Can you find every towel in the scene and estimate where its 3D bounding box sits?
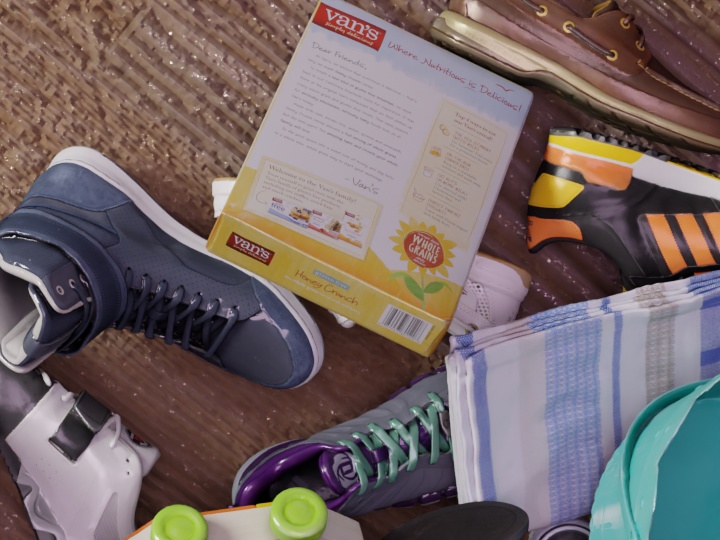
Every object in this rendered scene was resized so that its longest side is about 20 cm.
[{"bbox_3d":[0.145,0.080,1.569,0.199,0.024,0.148,-14,121,-16],"label":"towel"}]

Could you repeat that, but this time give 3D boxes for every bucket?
[{"bbox_3d":[0.233,0.147,1.506,0.206,0.135,0.208,3,80,-16],"label":"bucket"}]

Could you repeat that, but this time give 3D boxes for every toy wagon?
[{"bbox_3d":[-0.097,0.183,1.536,0.199,0.156,0.040,-6,54,-12],"label":"toy wagon"}]

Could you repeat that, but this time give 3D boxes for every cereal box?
[{"bbox_3d":[0.009,-0.059,1.546,0.143,0.040,0.200,26,47,-3],"label":"cereal box"}]

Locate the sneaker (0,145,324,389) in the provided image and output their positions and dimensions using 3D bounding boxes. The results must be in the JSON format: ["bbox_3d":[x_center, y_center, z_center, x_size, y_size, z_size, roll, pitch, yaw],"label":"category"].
[{"bbox_3d":[-0.128,0.029,1.538,0.202,0.146,0.077,34,125,3],"label":"sneaker"}]

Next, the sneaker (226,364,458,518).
[{"bbox_3d":[0.017,0.112,1.567,0.199,0.088,0.075,-25,90,4],"label":"sneaker"}]

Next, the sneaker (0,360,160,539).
[{"bbox_3d":[-0.168,0.101,1.577,0.088,0.074,0.201,-22,101,-3],"label":"sneaker"}]

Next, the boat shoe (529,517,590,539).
[{"bbox_3d":[0.128,0.248,1.592,0.073,0.068,0.201,3,89,-4],"label":"boat shoe"}]

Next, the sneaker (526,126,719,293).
[{"bbox_3d":[0.195,-0.017,1.604,0.199,0.070,0.090,20,96,1],"label":"sneaker"}]

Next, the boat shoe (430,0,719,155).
[{"bbox_3d":[0.143,-0.127,1.595,0.199,0.072,0.068,25,90,0],"label":"boat shoe"}]

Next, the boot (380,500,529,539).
[{"bbox_3d":[0.048,0.253,1.551,0.188,0.068,0.201,-42,128,-27],"label":"boot"}]

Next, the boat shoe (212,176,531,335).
[{"bbox_3d":[0.000,0.000,1.586,0.199,0.071,0.070,19,88,-5],"label":"boat shoe"}]
